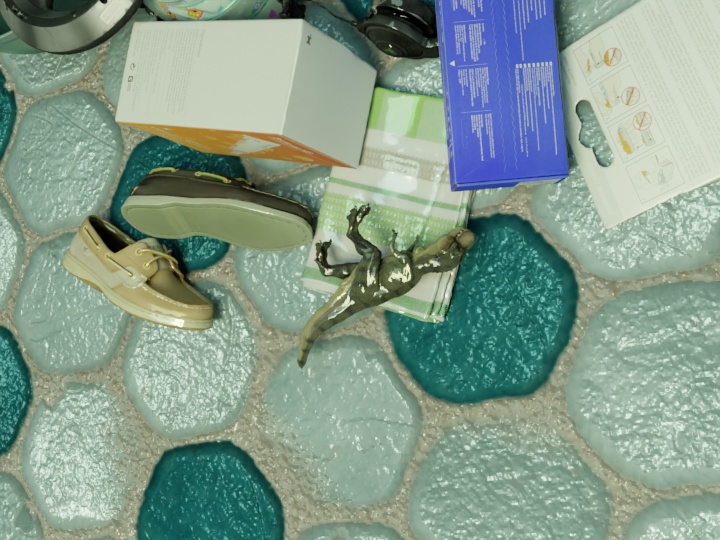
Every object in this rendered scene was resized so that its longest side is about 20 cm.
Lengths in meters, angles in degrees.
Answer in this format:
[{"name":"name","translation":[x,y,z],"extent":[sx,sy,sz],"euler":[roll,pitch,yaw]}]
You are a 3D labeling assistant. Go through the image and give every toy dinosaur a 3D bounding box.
[{"name":"toy dinosaur","translation":[0.000,0.000,0.685],"extent":[0.200,0.047,0.088],"euler":[-34,76,20]}]

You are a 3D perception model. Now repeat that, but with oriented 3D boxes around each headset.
[{"name":"headset","translation":[0.027,-0.253,0.702],"extent":[0.199,0.094,0.124],"euler":[-9,80,11]}]

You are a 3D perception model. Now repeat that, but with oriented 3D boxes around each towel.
[{"name":"towel","translation":[0.030,-0.065,0.716],"extent":[0.148,0.031,0.201],"euler":[14,90,24]}]

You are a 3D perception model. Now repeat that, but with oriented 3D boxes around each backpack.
[{"name":"backpack","translation":[-0.160,-0.303,0.768],"extent":[0.200,0.126,0.167],"euler":[43,105,29]}]

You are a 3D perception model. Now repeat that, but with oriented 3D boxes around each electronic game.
[{"name":"electronic game","translation":[-0.267,-0.301,0.732],"extent":[0.199,0.042,0.201],"euler":[-2,85,24]}]

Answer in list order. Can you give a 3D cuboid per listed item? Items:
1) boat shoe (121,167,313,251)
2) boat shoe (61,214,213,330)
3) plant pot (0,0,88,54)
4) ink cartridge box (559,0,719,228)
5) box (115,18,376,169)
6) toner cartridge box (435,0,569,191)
[{"name":"boat shoe","translation":[-0.136,-0.066,0.767],"extent":[0.200,0.072,0.061],"euler":[7,56,16]},{"name":"boat shoe","translation":[-0.225,-0.001,0.798],"extent":[0.199,0.074,0.070],"euler":[24,100,25]},{"name":"plant pot","translation":[-0.359,-0.323,0.854],"extent":[0.199,0.134,0.202],"euler":[-1,85,16]},{"name":"ink cartridge box","translation":[0.263,-0.144,0.625],"extent":[0.200,0.050,0.163],"euler":[-29,73,37]},{"name":"box","translation":[-0.106,-0.162,0.723],"extent":[0.199,0.124,0.098],"euler":[10,89,32]},{"name":"toner cartridge box","translation":[0.115,-0.171,0.656],"extent":[0.094,0.043,0.201],"euler":[-4,88,0]}]
